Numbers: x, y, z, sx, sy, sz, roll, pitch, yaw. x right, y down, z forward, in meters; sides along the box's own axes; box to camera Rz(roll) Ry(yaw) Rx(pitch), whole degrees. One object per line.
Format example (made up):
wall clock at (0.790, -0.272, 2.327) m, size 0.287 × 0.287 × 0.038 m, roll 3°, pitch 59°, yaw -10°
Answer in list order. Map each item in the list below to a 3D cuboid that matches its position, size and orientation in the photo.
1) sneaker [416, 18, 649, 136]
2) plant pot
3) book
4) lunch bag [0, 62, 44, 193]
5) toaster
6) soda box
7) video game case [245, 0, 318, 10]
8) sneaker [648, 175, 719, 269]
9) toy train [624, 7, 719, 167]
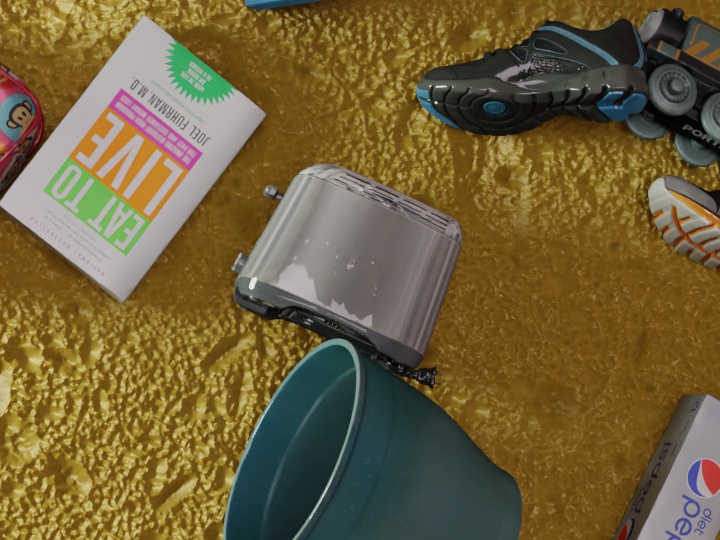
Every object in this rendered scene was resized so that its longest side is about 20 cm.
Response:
sneaker at (0.147, -0.167, 1.376) m, size 0.198 × 0.073 × 0.083 m, roll -1°, pitch 65°, yaw 11°
plant pot at (0.020, 0.185, 1.283) m, size 0.187 × 0.200 × 0.202 m, roll 27°, pitch 82°, yaw -20°
book at (-0.190, -0.092, 1.342) m, size 0.133 × 0.048 × 0.201 m, roll 37°, pitch 79°, yaw -8°
lunch bag at (-0.372, -0.105, 1.293) m, size 0.176 × 0.082 × 0.201 m, roll 38°, pitch 82°, yaw -3°
toaster at (0.000, 0.000, 1.326) m, size 0.198 × 0.114 × 0.130 m, roll 24°, pitch 80°, yaw -4°
soda box at (0.269, 0.208, 1.373) m, size 0.063 × 0.068 × 0.201 m, roll 28°, pitch 82°, yaw -4°
video game case at (-0.034, -0.322, 1.337) m, size 0.018 × 0.142 × 0.202 m, roll 14°, pitch 83°, yaw -39°
sneaker at (0.341, -0.037, 1.405) m, size 0.199 × 0.078 × 0.078 m, roll 27°, pitch 75°, yaw -13°
toy train at (0.319, -0.151, 1.407) m, size 0.198 × 0.085 × 0.115 m, roll 26°, pitch 69°, yaw -3°
